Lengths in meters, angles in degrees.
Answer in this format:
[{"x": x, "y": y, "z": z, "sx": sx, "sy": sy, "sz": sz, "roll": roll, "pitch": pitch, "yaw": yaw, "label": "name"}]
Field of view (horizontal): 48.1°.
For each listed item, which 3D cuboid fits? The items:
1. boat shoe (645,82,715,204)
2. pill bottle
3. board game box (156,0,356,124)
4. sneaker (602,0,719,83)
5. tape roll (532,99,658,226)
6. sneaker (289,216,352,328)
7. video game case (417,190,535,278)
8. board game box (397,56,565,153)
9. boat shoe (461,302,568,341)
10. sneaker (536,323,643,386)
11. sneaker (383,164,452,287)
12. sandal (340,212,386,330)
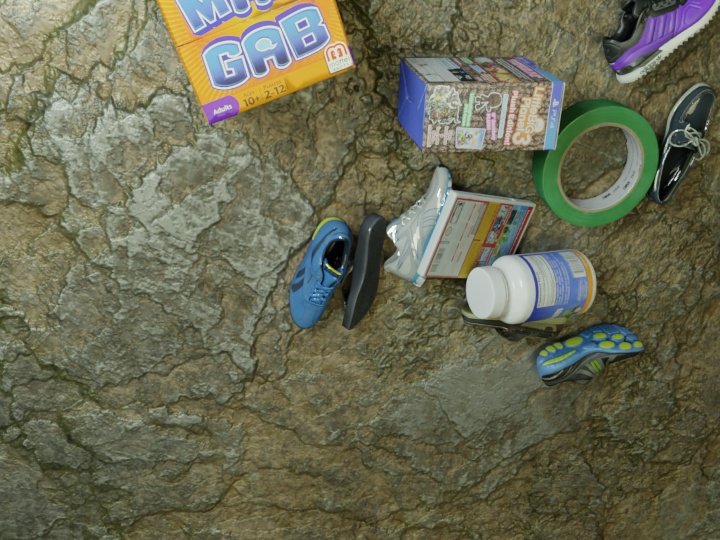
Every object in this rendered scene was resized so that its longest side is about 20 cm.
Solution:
[{"x": 0.524, "y": -0.204, "z": 1.315, "sx": 0.074, "sy": 0.062, "sz": 0.202, "roll": 21, "pitch": 109, "yaw": -18, "label": "boat shoe"}, {"x": 0.277, "y": 0.028, "z": 1.325, "sx": 0.198, "sy": 0.112, "sz": 0.113, "roll": -6, "pitch": 118, "yaw": -24, "label": "pill bottle"}, {"x": -0.143, "y": -0.338, "z": 1.028, "sx": 0.198, "sy": 0.200, "sz": 0.202, "roll": -21, "pitch": 118, "yaw": -2, "label": "board game box"}, {"x": 0.447, "y": -0.383, "z": 1.208, "sx": 0.200, "sy": 0.070, "sz": 0.099, "roll": -43, "pitch": 114, "yaw": 9, "label": "sneaker"}, {"x": 0.380, "y": -0.172, "z": 1.308, "sx": 0.198, "sy": 0.048, "sz": 0.203, "roll": -5, "pitch": 116, "yaw": -10, "label": "tape roll"}, {"x": -0.065, "y": 0.015, "z": 1.288, "sx": 0.065, "sy": 0.079, "sz": 0.202, "roll": 14, "pitch": 113, "yaw": -20, "label": "sneaker"}, {"x": 0.189, "y": -0.053, "z": 1.296, "sx": 0.198, "sy": 0.017, "sz": 0.144, "roll": 2, "pitch": 118, "yaw": -41, "label": "video game case"}, {"x": 0.167, "y": -0.243, "z": 1.166, "sx": 0.197, "sy": 0.160, "sz": 0.098, "roll": -3, "pitch": 117, "yaw": -10, "label": "board game box"}, {"x": 0.267, "y": 0.092, "z": 1.399, "sx": 0.198, "sy": 0.072, "sz": 0.067, "roll": 1, "pitch": 111, "yaw": -18, "label": "boat shoe"}, {"x": 0.416, "y": 0.158, "z": 1.472, "sx": 0.197, "sy": 0.071, "sz": 0.083, "roll": -18, "pitch": 132, "yaw": -2, "label": "sneaker"}, {"x": 0.088, "y": -0.075, "z": 1.283, "sx": 0.086, "sy": 0.075, "sz": 0.202, "roll": 16, "pitch": 107, "yaw": -3, "label": "sneaker"}, {"x": 0.000, "y": -0.001, "z": 1.308, "sx": 0.042, "sy": 0.076, "sz": 0.203, "roll": 22, "pitch": 114, "yaw": 24, "label": "sandal"}]
